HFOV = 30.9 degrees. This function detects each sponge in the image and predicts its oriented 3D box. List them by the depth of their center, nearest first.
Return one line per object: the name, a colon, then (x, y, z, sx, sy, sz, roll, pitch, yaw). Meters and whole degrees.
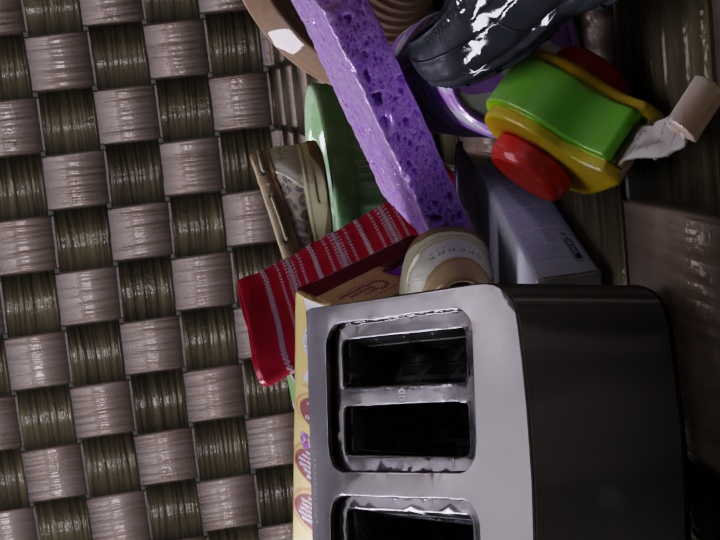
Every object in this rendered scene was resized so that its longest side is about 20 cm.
sponge: (0.010, -0.100, 0.786, 0.201, 0.030, 0.112, 63, 175, -37)

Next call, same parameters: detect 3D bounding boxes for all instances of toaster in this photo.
toaster: (0.063, 0.101, 0.618, 0.199, 0.118, 0.183, -9, 81, 50)

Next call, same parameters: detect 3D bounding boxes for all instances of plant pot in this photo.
plant pot: (-0.003, -0.247, 0.979, 0.092, 0.200, 0.203, -21, 71, 40)

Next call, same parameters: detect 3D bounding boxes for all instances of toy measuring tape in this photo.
toy measuring tape: (0.097, -0.072, 0.583, 0.200, 0.073, 0.074, 159, 104, -85)

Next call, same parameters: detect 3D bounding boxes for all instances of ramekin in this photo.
ramekin: (0.011, -0.072, 1.175, 0.200, 0.097, 0.202, 173, 90, -83)

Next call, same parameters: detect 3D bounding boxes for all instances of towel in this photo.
towel: (0.000, 0.000, 0.978, 0.023, 0.199, 0.145, 57, -173, -30)

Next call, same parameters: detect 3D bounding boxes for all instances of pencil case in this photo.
pencil case: (0.064, -0.118, 0.766, 0.200, 0.085, 0.085, -149, 51, -82)

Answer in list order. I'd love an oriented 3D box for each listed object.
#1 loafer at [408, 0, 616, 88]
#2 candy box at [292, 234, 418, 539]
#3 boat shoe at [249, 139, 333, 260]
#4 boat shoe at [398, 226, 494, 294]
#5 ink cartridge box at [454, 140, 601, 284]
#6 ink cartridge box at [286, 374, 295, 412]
loafer: (0.071, -0.137, 0.572, 0.071, 0.068, 0.200, 49, 156, -8)
candy box: (0.012, 0.091, 0.857, 0.056, 0.116, 0.202, 21, 121, 36)
boat shoe: (-0.055, -0.010, 1.112, 0.073, 0.062, 0.202, -126, 30, -73)
boat shoe: (0.051, 0.078, 0.778, 0.066, 0.073, 0.202, -100, 5, -68)
ink cartridge box: (0.100, 0.044, 0.812, 0.200, 0.040, 0.201, -110, 14, -60)
ink cartridge box: (-0.010, 0.144, 1.013, 0.104, 0.059, 0.202, -126, 23, -63)
